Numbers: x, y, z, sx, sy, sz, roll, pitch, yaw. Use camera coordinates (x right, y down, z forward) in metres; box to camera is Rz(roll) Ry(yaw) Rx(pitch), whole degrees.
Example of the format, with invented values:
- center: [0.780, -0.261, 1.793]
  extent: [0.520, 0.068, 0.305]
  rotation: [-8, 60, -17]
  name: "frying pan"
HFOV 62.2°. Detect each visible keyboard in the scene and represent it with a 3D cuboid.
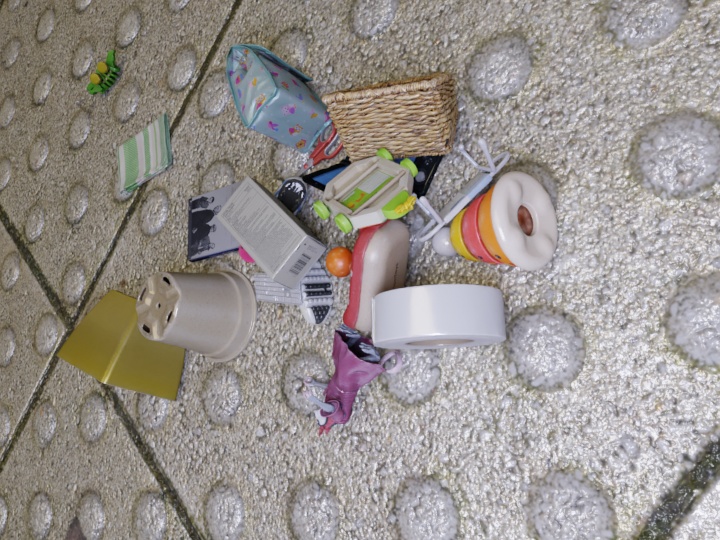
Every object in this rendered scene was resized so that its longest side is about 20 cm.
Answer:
- center: [-0.163, 0.034, 1.161]
  extent: [0.199, 0.011, 0.057]
  rotation: [1, 92, 57]
  name: "keyboard"

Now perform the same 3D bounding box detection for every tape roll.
- center: [0.114, 0.074, 0.890]
  extent: [0.200, 0.201, 0.072]
  rotation: [-9, 76, 33]
  name: "tape roll"

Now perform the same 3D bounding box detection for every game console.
- center: [0.024, -0.197, 1.059]
  extent: [0.199, 0.116, 0.178]
  rotation: [29, 98, 35]
  name: "game console"

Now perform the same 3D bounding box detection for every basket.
- center: [0.057, -0.287, 1.003]
  extent: [0.197, 0.150, 0.144]
  rotation: [-2, 53, 23]
  name: "basket"

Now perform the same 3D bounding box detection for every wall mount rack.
- center: [0.146, -0.133, 0.925]
  extent: [0.075, 0.174, 0.200]
  rotation: [44, 96, -10]
  name: "wall mount rack"

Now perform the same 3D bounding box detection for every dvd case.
- center: [-0.314, -0.110, 1.335]
  extent: [0.198, 0.025, 0.153]
  rotation: [-11, 75, 32]
  name: "dvd case"

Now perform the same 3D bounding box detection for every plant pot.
- center: [-0.503, 0.156, 1.322]
  extent: [0.198, 0.200, 0.179]
  rotation: [14, 78, 36]
  name: "plant pot"
- center: [-0.345, 0.083, 1.221]
  extent: [0.198, 0.183, 0.204]
  rotation: [-7, 77, 33]
  name: "plant pot"

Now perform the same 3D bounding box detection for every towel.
- center: [-0.565, -0.299, 1.549]
  extent: [0.198, 0.023, 0.155]
  rotation: [-23, 68, 30]
  name: "towel"

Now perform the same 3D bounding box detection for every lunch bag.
- center: [-0.171, -0.355, 1.192]
  extent: [0.122, 0.169, 0.201]
  rotation: [-44, 55, 23]
  name: "lunch bag"

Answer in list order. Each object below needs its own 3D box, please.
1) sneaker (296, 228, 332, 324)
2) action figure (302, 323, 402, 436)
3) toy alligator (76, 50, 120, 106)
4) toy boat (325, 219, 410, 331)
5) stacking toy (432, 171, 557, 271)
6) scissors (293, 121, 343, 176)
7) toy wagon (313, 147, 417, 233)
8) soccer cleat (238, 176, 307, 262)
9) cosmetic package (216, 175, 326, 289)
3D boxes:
- center: [-0.110, 0.015, 1.147]
  extent: [0.081, 0.074, 0.202]
  rotation: [-37, 59, 39]
  name: "sneaker"
- center: [-0.026, 0.203, 1.048]
  extent: [0.147, 0.134, 0.203]
  rotation: [15, 105, -6]
  name: "action figure"
- center: [-0.738, -0.533, 1.701]
  extent: [0.054, 0.059, 0.200]
  rotation: [40, 108, -8]
  name: "toy alligator"
- center: [0.000, 0.000, 0.998]
  extent: [0.129, 0.130, 0.203]
  rotation: [20, 122, 24]
  name: "toy boat"
- center: [0.191, -0.058, 0.932]
  extent: [0.199, 0.145, 0.149]
  rotation: [-16, 71, 52]
  name: "stacking toy"
- center: [-0.099, -0.215, 1.211]
  extent: [0.200, 0.014, 0.073]
  rotation: [-50, 59, 15]
  name: "scissors"
- center: [0.020, -0.119, 0.940]
  extent: [0.155, 0.040, 0.200]
  rotation: [-41, 40, -12]
  name: "toy wagon"
- center: [-0.170, -0.102, 1.204]
  extent: [0.070, 0.086, 0.201]
  rotation: [37, 99, -10]
  name: "soccer cleat"
- center: [-0.165, -0.070, 1.087]
  extent: [0.104, 0.073, 0.200]
  rotation: [-49, 57, 6]
  name: "cosmetic package"
